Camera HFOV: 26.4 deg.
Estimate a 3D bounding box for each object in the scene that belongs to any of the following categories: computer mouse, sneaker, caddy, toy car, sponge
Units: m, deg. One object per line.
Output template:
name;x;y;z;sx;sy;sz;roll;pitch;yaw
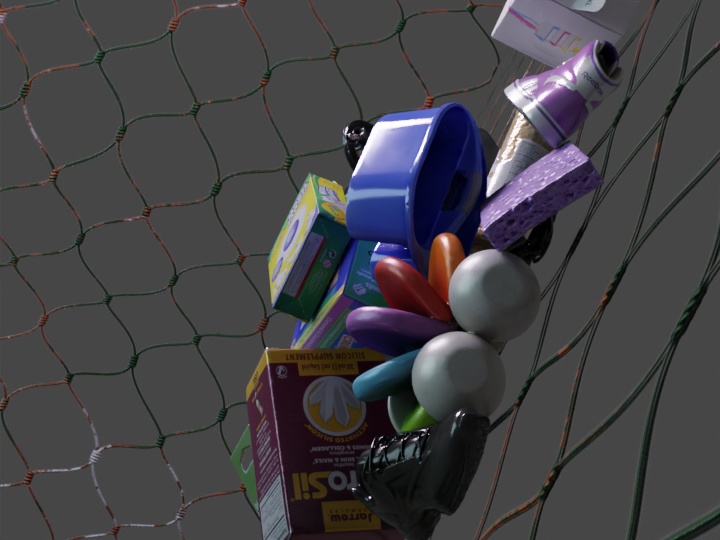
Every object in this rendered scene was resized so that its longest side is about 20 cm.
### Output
computer mouse;0.148;-0.014;1.566;0.200;0.046;0.141;117;177;-46
sneaker;0.215;-0.186;1.566;0.114;0.073;0.201;-43;13;6
caddy;0.069;-0.073;1.519;0.142;0.105;0.201;60;-140;-41
toy car;0.063;0.059;1.390;0.201;0.149;0.175;-65;2;-18
sneaker;0.046;0.171;1.315;0.076;0.090;0.200;-64;2;-38
sponge;0.162;-0.071;1.413;0.111;0.030;0.200;-34;6;8

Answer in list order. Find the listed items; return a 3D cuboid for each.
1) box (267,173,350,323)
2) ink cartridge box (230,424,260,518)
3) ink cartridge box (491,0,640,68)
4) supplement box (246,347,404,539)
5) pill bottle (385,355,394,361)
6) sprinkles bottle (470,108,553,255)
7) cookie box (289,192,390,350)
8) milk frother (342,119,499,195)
box;-0.056;-0.032;1.664;0.200;0.048;0.118;-102;37;-74
ink cartridge box;-0.071;0.272;1.743;0.059;0.201;0.104;-20;-20;-25
ink cartridge box;0.244;-0.318;1.711;0.200;0.125;0.129;122;173;-78
supplement box;-0.036;0.186;1.549;0.103;0.130;0.201;120;145;-56
pill bottle;0.071;0.058;1.746;0.200;0.112;0.112;-68;4;-62
sprinkles bottle;0.176;-0.106;1.678;0.068;0.068;0.201;122;173;-72
cookie box;0.000;0.000;1.651;0.171;0.075;0.201;129;160;-52
milk frother;0.078;-0.122;1.877;0.187;0.201;0.180;-23;-5;20
